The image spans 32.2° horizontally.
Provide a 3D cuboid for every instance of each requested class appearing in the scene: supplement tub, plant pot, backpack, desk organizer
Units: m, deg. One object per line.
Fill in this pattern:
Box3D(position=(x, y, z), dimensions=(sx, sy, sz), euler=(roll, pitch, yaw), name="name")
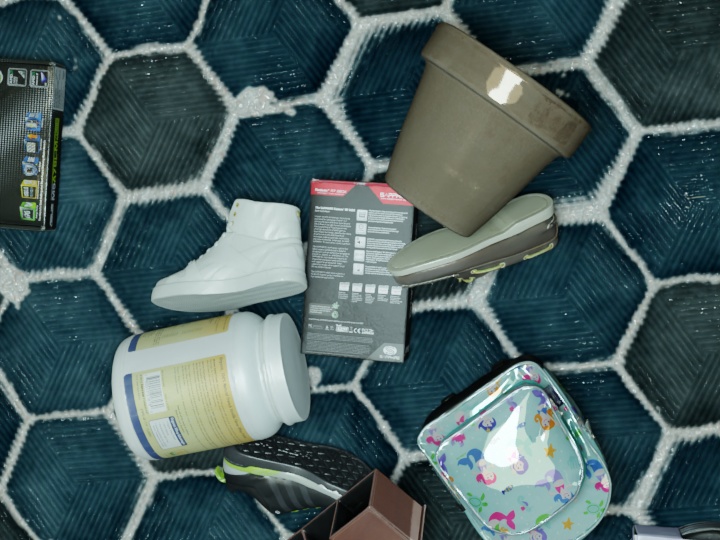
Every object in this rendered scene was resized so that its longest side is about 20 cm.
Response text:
Box3D(position=(-0.166, 0.128, 1.411), dimensions=(0.197, 0.144, 0.147), euler=(-12, 91, 10), name="supplement tub")
Box3D(position=(0.119, -0.136, 1.325), dimensions=(0.199, 0.200, 0.176), euler=(34, 97, 6), name="plant pot")
Box3D(position=(0.178, 0.214, 1.366), dimensions=(0.177, 0.151, 0.201), euler=(-34, 92, 8), name="backpack")
Box3D(position=(-0.023, 0.316, 1.396), dimensions=(0.077, 0.072, 0.200), euler=(40, 117, -15), name="desk organizer")

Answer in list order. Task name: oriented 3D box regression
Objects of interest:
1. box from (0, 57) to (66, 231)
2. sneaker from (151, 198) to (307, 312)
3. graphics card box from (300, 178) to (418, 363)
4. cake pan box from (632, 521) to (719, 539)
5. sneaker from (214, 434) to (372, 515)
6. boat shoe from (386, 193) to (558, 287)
Box3D(position=(-0.454, -0.154, 1.492), dimensions=(0.190, 0.048, 0.203), euler=(6, 93, 6), name="box")
Box3D(position=(-0.152, -0.020, 1.448), dimensions=(0.197, 0.074, 0.117), euler=(-10, 70, 21), name="sneaker")
Box3D(position=(0.000, 0.000, 1.426), dimensions=(0.123, 0.051, 0.203), euler=(3, 92, 8), name="graphics card box")
Box3D(position=(0.389, 0.384, 1.385), dimensions=(0.181, 0.052, 0.203), euler=(2, 93, 7), name="cake pan box")
Box3D(position=(-0.072, 0.248, 1.454), dimensions=(0.197, 0.072, 0.084), euler=(18, 119, 9), name="sneaker")
Box3D(position=(0.127, -0.021, 1.381), dimensions=(0.198, 0.072, 0.060), euler=(-23, 120, -7), name="boat shoe")
